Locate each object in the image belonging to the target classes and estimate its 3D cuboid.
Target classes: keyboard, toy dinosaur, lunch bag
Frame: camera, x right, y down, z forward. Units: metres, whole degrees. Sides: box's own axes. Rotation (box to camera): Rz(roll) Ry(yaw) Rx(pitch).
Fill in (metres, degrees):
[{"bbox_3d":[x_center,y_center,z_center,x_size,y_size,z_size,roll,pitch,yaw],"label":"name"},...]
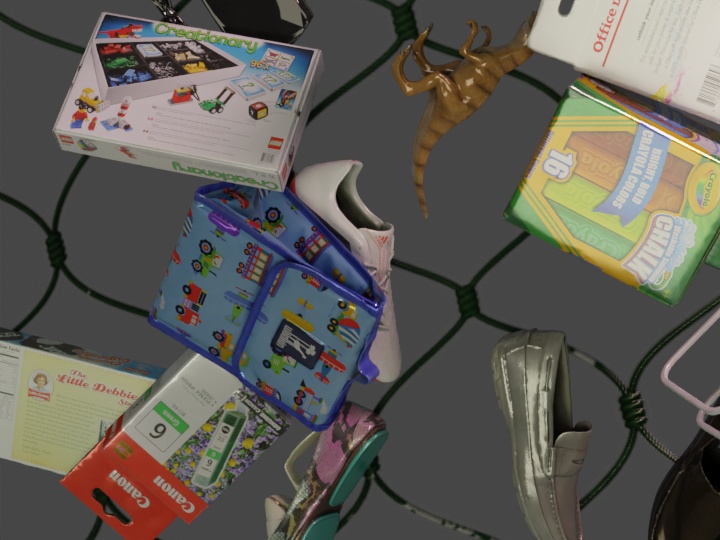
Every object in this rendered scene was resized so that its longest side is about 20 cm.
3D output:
[{"bbox_3d":[-0.137,-0.262,1.471,0.127,0.021,0.200,-31,92,18],"label":"keyboard"},{"bbox_3d":[0.073,-0.143,1.421,0.106,0.060,0.200,41,110,1],"label":"toy dinosaur"},{"bbox_3d":[-0.062,0.032,1.441,0.200,0.094,0.151,38,128,18],"label":"lunch bag"}]

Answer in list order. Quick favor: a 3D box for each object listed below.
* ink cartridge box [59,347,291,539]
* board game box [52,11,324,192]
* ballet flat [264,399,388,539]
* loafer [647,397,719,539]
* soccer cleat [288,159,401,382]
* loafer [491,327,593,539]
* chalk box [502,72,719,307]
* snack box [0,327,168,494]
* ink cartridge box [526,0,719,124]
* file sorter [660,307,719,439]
[{"bbox_3d":[-0.168,0.163,1.534,0.109,0.050,0.200,43,99,-13],"label":"ink cartridge box"},{"bbox_3d":[-0.142,-0.143,1.433,0.200,0.035,0.126,12,64,12],"label":"board game box"},{"bbox_3d":[-0.045,0.203,1.537,0.071,0.069,0.200,33,106,25],"label":"ballet flat"},{"bbox_3d":[0.293,0.179,1.430,0.073,0.071,0.200,22,107,9],"label":"loafer"},{"bbox_3d":[0.000,0.000,1.468,0.085,0.069,0.200,-21,92,33],"label":"soccer cleat"},{"bbox_3d":[0.165,0.148,1.459,0.070,0.070,0.200,-10,100,25],"label":"loafer"},{"bbox_3d":[0.235,-0.059,1.363,0.200,0.124,0.125,27,109,8],"label":"chalk box"},{"bbox_3d":[-0.283,0.127,1.591,0.200,0.037,0.116,13,106,11],"label":"snack box"},{"bbox_3d":[0.245,-0.197,1.357,0.200,0.067,0.117,22,108,8],"label":"ink cartridge box"},{"bbox_3d":[0.347,0.116,1.311,0.125,0.139,0.200,-44,105,-1],"label":"file sorter"}]
